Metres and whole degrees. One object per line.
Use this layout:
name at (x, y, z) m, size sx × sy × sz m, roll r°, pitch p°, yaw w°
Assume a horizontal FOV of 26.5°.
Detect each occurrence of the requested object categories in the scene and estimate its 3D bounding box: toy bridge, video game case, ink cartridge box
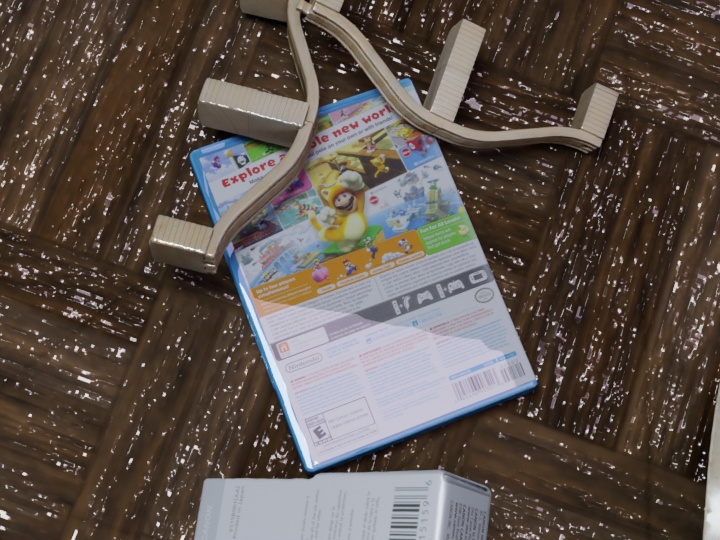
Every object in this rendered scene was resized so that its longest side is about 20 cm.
toy bridge at (-0.059, -0.089, 0.876) m, size 0.067 × 0.027 × 0.201 m, roll 14°, pitch 63°, yaw 5°
toy bridge at (0.052, -0.113, 0.895) m, size 0.199 × 0.027 × 0.068 m, roll 23°, pitch 77°, yaw -12°
video game case at (0.000, 0.000, 0.886) m, size 0.142 × 0.018 × 0.201 m, roll -19°, pitch 76°, yaw -9°
ink cartridge box at (-0.023, 0.206, 0.780) m, size 0.043 × 0.173 × 0.202 m, roll 25°, pitch 66°, yaw -43°

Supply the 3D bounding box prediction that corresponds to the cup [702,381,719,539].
cup at (0.247, 0.137, 0.728) m, size 0.142 × 0.200 × 0.202 m, roll 1°, pitch 71°, yaw 22°
